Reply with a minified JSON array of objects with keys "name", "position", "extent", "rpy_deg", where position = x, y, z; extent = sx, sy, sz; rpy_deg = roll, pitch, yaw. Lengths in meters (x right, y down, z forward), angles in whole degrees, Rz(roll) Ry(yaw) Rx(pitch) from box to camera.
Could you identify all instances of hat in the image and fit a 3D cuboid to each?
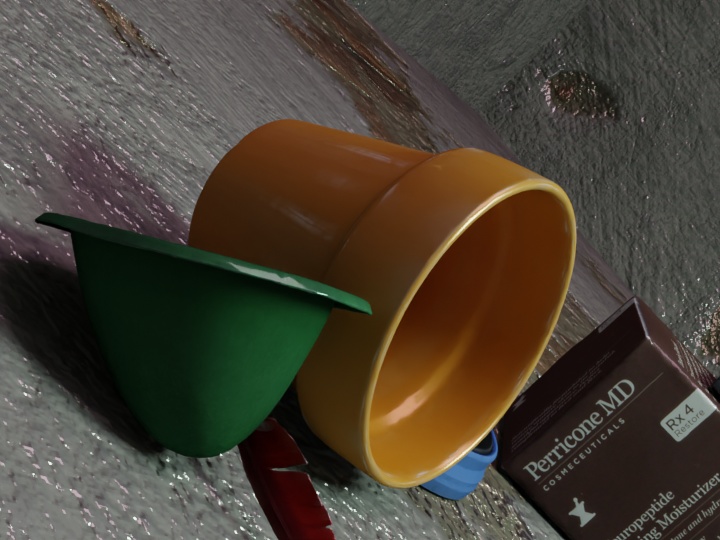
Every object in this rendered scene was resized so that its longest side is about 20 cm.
[{"name":"hat","position":[-0.089,0.079,0.667],"extent":[0.165,0.177,0.200],"rpy_deg":[17,-3,-43]}]

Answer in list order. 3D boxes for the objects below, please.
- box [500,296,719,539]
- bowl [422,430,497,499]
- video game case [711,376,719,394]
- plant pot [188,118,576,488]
[{"name":"box","position":[0.245,0.159,1.171],"extent":[0.200,0.166,0.164],"rpy_deg":[45,13,-3]},{"name":"bowl","position":[0.023,0.076,0.995],"extent":[0.201,0.039,0.201],"rpy_deg":[43,13,-12]},{"name":"video game case","position":[0.359,0.144,1.169],"extent":[0.143,0.019,0.200],"rpy_deg":[50,11,14]},{"name":"plant pot","position":[0.000,0.000,0.841],"extent":[0.183,0.201,0.200],"rpy_deg":[30,3,30]}]
